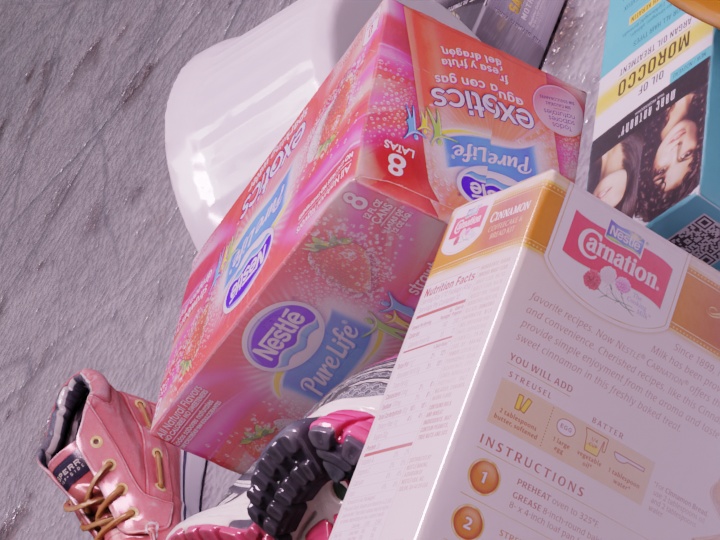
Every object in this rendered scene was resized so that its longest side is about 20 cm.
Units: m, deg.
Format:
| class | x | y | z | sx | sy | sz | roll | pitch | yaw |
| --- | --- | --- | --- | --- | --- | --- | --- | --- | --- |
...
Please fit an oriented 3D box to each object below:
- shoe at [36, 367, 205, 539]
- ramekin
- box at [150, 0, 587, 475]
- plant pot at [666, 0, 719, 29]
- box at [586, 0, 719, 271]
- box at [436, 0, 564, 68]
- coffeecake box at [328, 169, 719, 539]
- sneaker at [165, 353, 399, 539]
| class | x | y | z | sx | sy | sz | roll | pitch | yaw |
| --- | --- | --- | --- | --- | --- | --- | --- | --- | --- |
| shoe | -0.141 | 0.140 | 1.316 | 0.072 | 0.091 | 0.201 | -46 | 25 | 26 |
| ramekin | 0.010 | -0.045 | 1.111 | 0.097 | 0.200 | 0.201 | -32 | 33 | 32 |
| box | 0.000 | 0.000 | 0.937 | 0.200 | 0.094 | 0.103 | -49 | 23 | 47 |
| plant pot | 0.203 | -0.225 | 0.965 | 0.200 | 0.200 | 0.184 | -38 | 13 | 40 |
| box | 0.149 | -0.077 | 1.042 | 0.082 | 0.049 | 0.201 | -37 | 30 | 42 |
| box | 0.051 | -0.158 | 1.350 | 0.200 | 0.048 | 0.159 | -17 | 46 | 59 |
| coffeecake box | 0.076 | 0.093 | 0.784 | 0.073 | 0.153 | 0.201 | -20 | 45 | 61 |
| sneaker | -0.013 | 0.100 | 0.895 | 0.075 | 0.081 | 0.200 | -42 | -2 | -38 |
